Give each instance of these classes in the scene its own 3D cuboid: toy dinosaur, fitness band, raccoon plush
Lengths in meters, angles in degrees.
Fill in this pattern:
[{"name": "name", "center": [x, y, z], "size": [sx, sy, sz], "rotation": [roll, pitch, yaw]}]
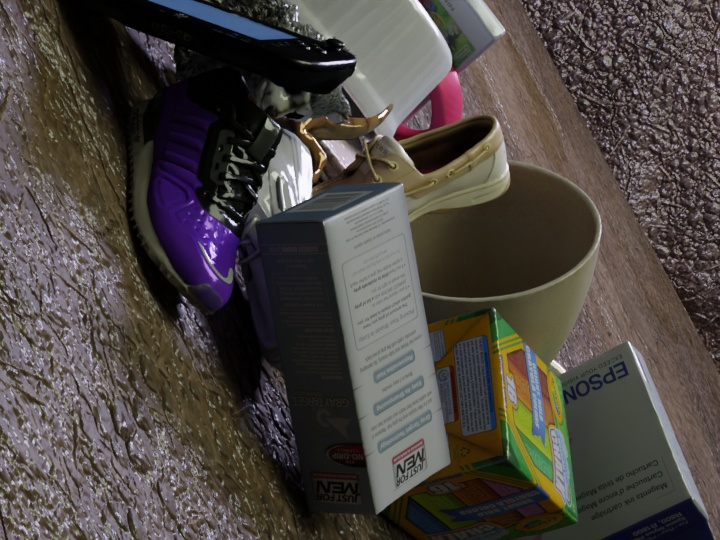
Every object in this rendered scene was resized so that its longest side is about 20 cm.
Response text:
[{"name": "toy dinosaur", "center": [-0.044, -0.114, 1.693], "size": [0.199, 0.060, 0.107], "rotation": [20, 70, -33]}, {"name": "fitness band", "center": [0.018, -0.199, 2.055], "size": [0.037, 0.143, 0.201], "rotation": [-37, 105, -35]}, {"name": "raccoon plush", "center": [-0.053, -0.196, 1.611], "size": [0.097, 0.133, 0.202], "rotation": [79, 23, -68]}]

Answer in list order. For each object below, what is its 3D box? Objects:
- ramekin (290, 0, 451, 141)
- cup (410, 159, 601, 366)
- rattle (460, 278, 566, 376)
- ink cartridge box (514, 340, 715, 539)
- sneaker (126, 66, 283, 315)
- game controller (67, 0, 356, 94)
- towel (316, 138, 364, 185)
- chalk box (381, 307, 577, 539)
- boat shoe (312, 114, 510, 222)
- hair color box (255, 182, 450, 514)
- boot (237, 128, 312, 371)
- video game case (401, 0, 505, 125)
[{"name": "ramekin", "center": [-0.011, -0.213, 1.908], "size": [0.201, 0.098, 0.200], "rotation": [49, -3, 3]}, {"name": "cup", "center": [0.093, 0.022, 1.780], "size": [0.201, 0.198, 0.144], "rotation": [-97, -178, -54]}, {"name": "rattle", "center": [0.105, 0.097, 1.932], "size": [0.200, 0.130, 0.143], "rotation": [45, 11, -3]}, {"name": "ink cartridge box", "center": [0.167, 0.186, 1.767], "size": [0.043, 0.195, 0.201], "rotation": [38, 28, -57]}, {"name": "sneaker", "center": [-0.095, -0.065, 1.454], "size": [0.070, 0.099, 0.201], "rotation": [47, 20, -42]}, {"name": "game controller", "center": [-0.102, -0.165, 1.498], "size": [0.199, 0.042, 0.104], "rotation": [21, 6, 21]}, {"name": "towel", "center": [-0.048, -0.132, 1.848], "size": [0.200, 0.032, 0.192], "rotation": [52, 11, -35]}, {"name": "chalk box", "center": [0.088, 0.133, 1.685], "size": [0.200, 0.123, 0.126], "rotation": [42, 37, -56]}, {"name": "boat shoe", "center": [0.025, -0.076, 1.739], "size": [0.074, 0.199, 0.070], "rotation": [44, -34, 47]}, {"name": "hair color box", "center": [-0.003, 0.051, 1.480], "size": [0.099, 0.060, 0.202], "rotation": [-27, 111, -52]}, {"name": "boot", "center": [-0.080, -0.026, 1.543], "size": [0.095, 0.073, 0.201], "rotation": [24, 42, -36]}, {"name": "video game case", "center": [0.027, -0.246, 2.055], "size": [0.022, 0.200, 0.183], "rotation": [-36, 88, -34]}]
